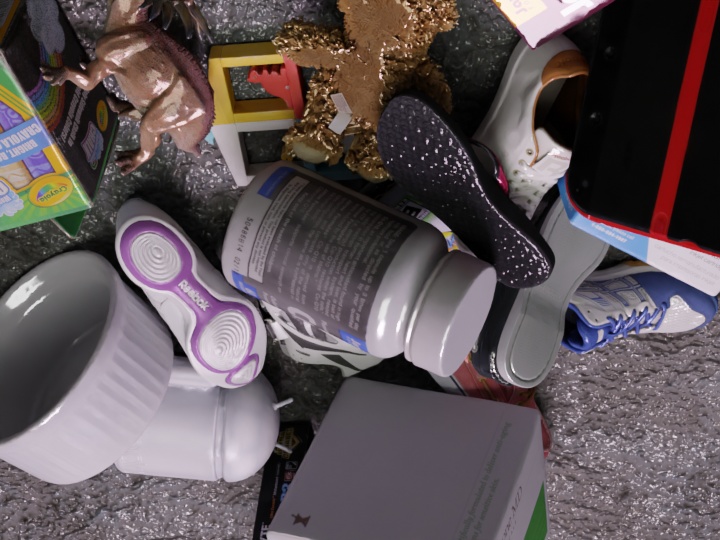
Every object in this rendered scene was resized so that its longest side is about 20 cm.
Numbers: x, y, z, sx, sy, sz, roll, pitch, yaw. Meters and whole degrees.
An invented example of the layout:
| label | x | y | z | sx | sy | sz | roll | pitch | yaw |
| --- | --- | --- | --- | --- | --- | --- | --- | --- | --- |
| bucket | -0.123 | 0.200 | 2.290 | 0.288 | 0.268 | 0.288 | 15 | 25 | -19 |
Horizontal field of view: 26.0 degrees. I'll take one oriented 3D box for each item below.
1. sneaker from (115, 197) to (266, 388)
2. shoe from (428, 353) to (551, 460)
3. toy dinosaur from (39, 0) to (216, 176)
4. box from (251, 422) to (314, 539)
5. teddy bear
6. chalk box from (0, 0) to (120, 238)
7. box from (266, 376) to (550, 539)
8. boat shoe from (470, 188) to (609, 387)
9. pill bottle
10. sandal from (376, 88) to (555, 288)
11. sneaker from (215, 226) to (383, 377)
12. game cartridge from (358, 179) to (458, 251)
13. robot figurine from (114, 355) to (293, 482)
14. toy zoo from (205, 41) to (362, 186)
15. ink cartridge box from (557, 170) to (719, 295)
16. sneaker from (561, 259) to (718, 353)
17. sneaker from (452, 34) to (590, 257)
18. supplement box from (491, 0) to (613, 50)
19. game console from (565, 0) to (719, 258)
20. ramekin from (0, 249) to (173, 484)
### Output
| label | x | y | z | sx | sy | sz | roll | pitch | yaw |
| --- | --- | --- | --- | --- | --- | --- | --- | --- | --- |
| sneaker | -0.147 | 0.015 | 1.372 | 0.075 | 0.100 | 0.201 | -33 | 118 | -1 |
| shoe | 0.139 | 0.103 | 1.437 | 0.091 | 0.072 | 0.200 | -24 | 121 | 31 |
| toy dinosaur | -0.154 | -0.157 | 1.217 | 0.135 | 0.086 | 0.200 | -22 | 125 | 17 |
| box | -0.061 | 0.289 | 1.538 | 0.049 | 0.199 | 0.201 | -4 | 132 | 9 |
| teddy bear | 0.006 | -0.152 | 1.208 | 0.144 | 0.067 | 0.201 | 8 | 130 | 12 |
| chalk box | -0.278 | -0.114 | 1.249 | 0.123 | 0.125 | 0.201 | -12 | 128 | 16 |
| box | 0.050 | 0.232 | 1.403 | 0.199 | 0.199 | 0.172 | 7 | 133 | 22 |
| boat shoe | 0.149 | -0.001 | 1.294 | 0.076 | 0.201 | 0.060 | 38 | 164 | -31 |
| pill bottle | 0.000 | 0.000 | 1.239 | 0.199 | 0.114 | 0.114 | 25 | 135 | 19 |
| sandal | 0.083 | -0.066 | 1.209 | 0.075 | 0.045 | 0.200 | -16 | 126 | 41 |
| sneaker | -0.061 | 0.038 | 1.397 | 0.200 | 0.074 | 0.088 | 35 | 124 | -23 |
| game cartridge | 0.050 | -0.032 | 1.334 | 0.133 | 0.041 | 0.200 | 21 | 134 | -34 |
| robot figurine | -0.162 | 0.139 | 1.470 | 0.198 | 0.114 | 0.170 | 4 | 142 | 2 |
| toy zoo | -0.045 | -0.130 | 1.281 | 0.198 | 0.021 | 0.132 | -3 | 131 | 7 |
| ink cartridge box | 0.267 | -0.103 | 1.208 | 0.146 | 0.086 | 0.201 | 25 | 119 | -16 |
| sneaker | 0.214 | 0.040 | 1.362 | 0.198 | 0.088 | 0.076 | 4 | 134 | 1 |
| sneaker | 0.128 | -0.084 | 1.224 | 0.072 | 0.085 | 0.201 | 3 | 118 | -26 |
| supplement box | 0.171 | -0.262 | 1.098 | 0.199 | 0.086 | 0.110 | -30 | 123 | 28 |
| game console | 0.235 | -0.119 | 1.113 | 0.176 | 0.031 | 0.202 | 18 | 102 | 39 |
| ramekin | -0.260 | 0.091 | 1.388 | 0.200 | 0.201 | 0.098 | -26 | 133 | 26 |
